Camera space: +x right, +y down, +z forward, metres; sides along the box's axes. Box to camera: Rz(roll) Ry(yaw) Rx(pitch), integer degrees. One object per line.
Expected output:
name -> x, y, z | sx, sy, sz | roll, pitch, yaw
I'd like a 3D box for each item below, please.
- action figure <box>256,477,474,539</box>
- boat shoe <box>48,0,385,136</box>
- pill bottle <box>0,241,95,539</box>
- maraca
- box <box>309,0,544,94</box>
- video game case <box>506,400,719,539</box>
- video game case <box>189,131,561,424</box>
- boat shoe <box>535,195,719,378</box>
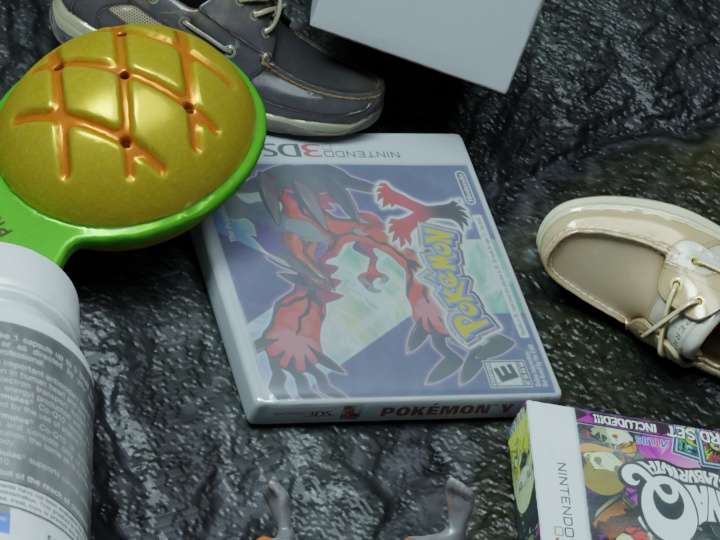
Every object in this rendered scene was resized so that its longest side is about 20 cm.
action figure -> 0.001, 0.187, 1.433 | 0.199, 0.105, 0.194 | 8, 46, 19
boat shoe -> -0.077, -0.135, 1.710 | 0.199, 0.074, 0.075 | 18, 25, -7
pill bottle -> -0.184, 0.089, 1.435 | 0.113, 0.114, 0.201 | 10, 46, -14
maraca -> -0.143, -0.061, 1.605 | 0.199, 0.107, 0.137 | -31, 56, -24
box -> 0.046, -0.200, 1.774 | 0.124, 0.098, 0.200 | 19, 23, -6
video game case -> 0.180, 0.161, 1.577 | 0.199, 0.036, 0.182 | 10, 47, -14
video game case -> 0.000, 0.000, 1.663 | 0.181, 0.023, 0.201 | 0, 49, -23
boat shoe -> 0.192, 0.020, 1.688 | 0.199, 0.074, 0.069 | 20, 38, -5
